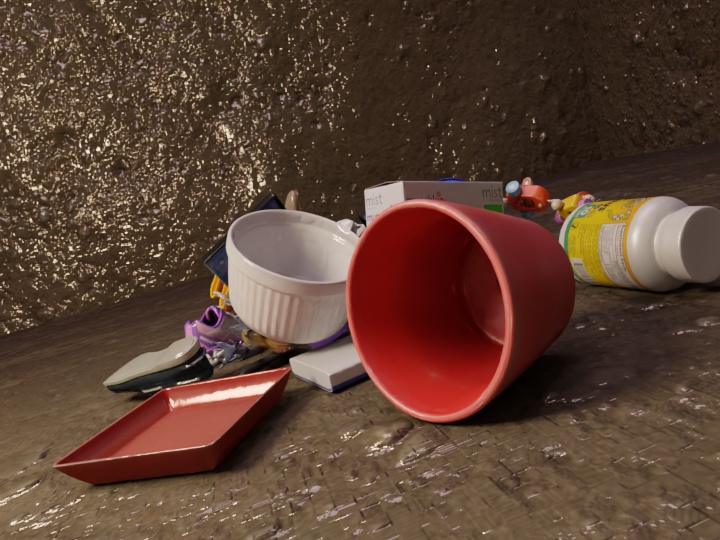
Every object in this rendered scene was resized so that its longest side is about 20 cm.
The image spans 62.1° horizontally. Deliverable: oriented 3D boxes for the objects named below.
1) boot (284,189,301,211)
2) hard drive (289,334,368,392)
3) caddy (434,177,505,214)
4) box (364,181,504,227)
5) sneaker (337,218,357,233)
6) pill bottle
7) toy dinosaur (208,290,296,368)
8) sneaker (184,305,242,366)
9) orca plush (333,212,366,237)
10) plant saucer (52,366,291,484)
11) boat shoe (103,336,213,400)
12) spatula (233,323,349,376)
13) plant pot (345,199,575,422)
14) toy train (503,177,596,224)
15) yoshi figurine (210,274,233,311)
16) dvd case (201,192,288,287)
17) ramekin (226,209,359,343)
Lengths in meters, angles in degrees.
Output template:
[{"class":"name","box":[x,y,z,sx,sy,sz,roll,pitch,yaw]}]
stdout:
[{"class":"boot","box":[-0.175,-0.050,1.119,0.141,0.205,0.071,-8,36,-8]},{"class":"hard drive","box":[0.018,0.101,0.788,0.195,0.026,0.131,-19,9,-27]},{"class":"caddy","box":[0.175,-0.061,1.005,0.142,0.199,0.105,-47,8,6]},{"class":"box","box":[0.111,-0.033,0.852,0.195,0.183,0.096,-4,2,-35]},{"class":"sneaker","box":[0.000,0.000,0.935,0.079,0.203,0.071,-34,-24,1]},{"class":"pill bottle","box":[0.355,-0.034,0.760,0.110,0.116,0.199,-17,8,-16]},{"class":"toy dinosaur","box":[-0.161,0.113,0.906,0.195,0.108,0.181,20,-4,15]},{"class":"sneaker","box":[-0.232,0.099,1.047,0.079,0.091,0.198,-11,8,34]},{"class":"orca plush","box":[0.004,-0.045,1.033,0.198,0.105,0.072,27,76,43]},{"class":"plant saucer","box":[-0.192,0.172,0.660,0.194,0.038,0.200,-13,7,18]},{"class":"boat shoe","box":[-0.298,0.153,0.880,0.195,0.063,0.075,-22,21,23]},{"class":"spatula","box":[-0.104,0.122,0.891,0.196,0.021,0.056,-21,11,-29]},{"class":"plant pot","box":[0.110,0.026,0.592,0.174,0.208,0.197,-10,3,-43]},{"class":"toy train","box":[0.317,-0.086,0.942,0.148,0.199,0.057,6,63,48]},{"class":"yoshi figurine","box":[-0.163,0.060,1.055,0.195,0.116,0.111,9,-29,-34]},{"class":"dvd case","box":[-0.135,-0.006,0.926,0.142,0.201,0.017,-44,46,-8]},{"class":"ramekin","box":[-0.089,0.009,0.817,0.194,0.108,0.202,11,28,-6]}]
